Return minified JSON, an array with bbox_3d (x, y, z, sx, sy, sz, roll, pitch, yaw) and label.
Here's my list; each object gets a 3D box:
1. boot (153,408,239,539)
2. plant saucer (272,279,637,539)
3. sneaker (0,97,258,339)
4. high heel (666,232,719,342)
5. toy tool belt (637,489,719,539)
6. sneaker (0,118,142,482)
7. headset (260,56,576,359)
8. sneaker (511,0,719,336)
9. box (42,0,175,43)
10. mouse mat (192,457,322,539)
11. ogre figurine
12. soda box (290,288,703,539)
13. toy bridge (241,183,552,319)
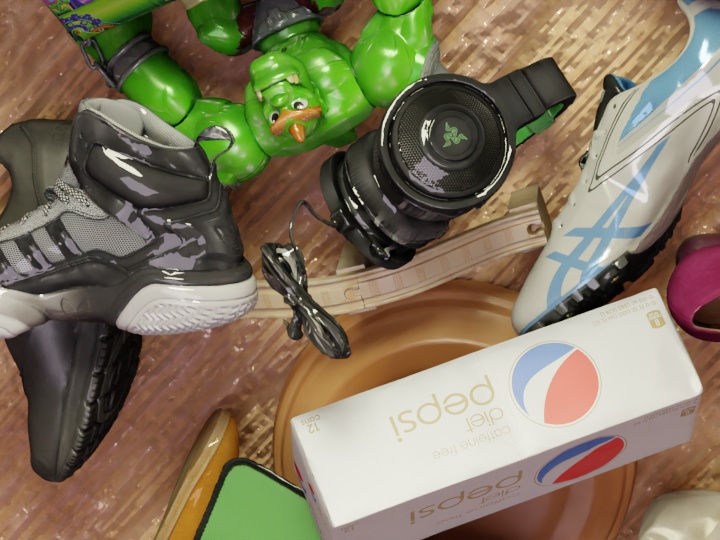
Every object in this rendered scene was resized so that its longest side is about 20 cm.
[{"bbox_3d":[-0.049,0.179,1.392,0.143,0.071,0.202,21,119,-1],"label":"boot"},{"bbox_3d":[0.049,0.105,1.371,0.199,0.037,0.201,2,109,5],"label":"plant saucer"},{"bbox_3d":[-0.150,-0.028,1.264,0.199,0.075,0.115,0,100,11],"label":"sneaker"},{"bbox_3d":[0.254,0.007,1.281,0.199,0.096,0.068,-9,109,9],"label":"high heel"},{"bbox_3d":[0.225,0.202,1.342,0.122,0.125,0.201,-12,109,19],"label":"toy tool belt"},{"bbox_3d":[-0.162,0.012,1.350,0.090,0.076,0.201,10,103,11],"label":"sneaker"},{"bbox_3d":[0.031,-0.034,1.240,0.094,0.200,0.123,57,145,5],"label":"headset"},{"bbox_3d":[0.135,-0.050,1.285,0.072,0.072,0.200,38,99,15],"label":"sneaker"},{"bbox_3d":[-0.099,-0.239,1.170,0.192,0.123,0.200,-21,142,13],"label":"box"},{"bbox_3d":[-0.034,0.211,1.335,0.160,0.008,0.201,30,116,13],"label":"mouse mat"},{"bbox_3d":[-0.036,-0.118,1.273,0.199,0.098,0.120,-24,88,-3],"label":"ogre figurine"},{"bbox_3d":[0.068,0.080,1.274,0.199,0.068,0.064,-20,66,-9],"label":"soda box"},{"bbox_3d":[0.000,0.000,1.322,0.199,0.067,0.027,-13,108,10],"label":"toy bridge"}]
